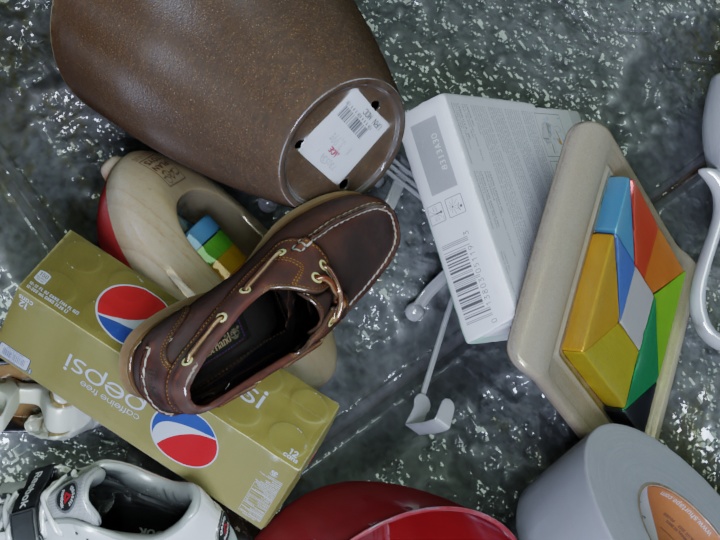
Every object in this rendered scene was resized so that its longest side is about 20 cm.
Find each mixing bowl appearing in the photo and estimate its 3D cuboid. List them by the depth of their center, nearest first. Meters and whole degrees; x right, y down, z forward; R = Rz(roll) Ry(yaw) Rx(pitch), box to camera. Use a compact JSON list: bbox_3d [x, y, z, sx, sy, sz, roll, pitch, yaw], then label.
[{"bbox_3d":[-0.004,0.206,1.165,0.199,0.108,0.201,-15,122,-26],"label":"mixing bowl"}]

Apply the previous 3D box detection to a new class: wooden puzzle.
[{"bbox_3d":[0.175,0.026,1.288,0.200,0.037,0.186,44,56,-47],"label":"wooden puzzle"}]

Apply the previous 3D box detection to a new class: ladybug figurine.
[{"bbox_3d":[-0.101,0.009,1.223,0.200,0.072,0.136,49,26,1],"label":"ladybug figurine"}]

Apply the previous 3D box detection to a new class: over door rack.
[{"bbox_3d":[0.000,0.000,1.247,0.147,0.066,0.201,36,42,-23],"label":"over door rack"}]

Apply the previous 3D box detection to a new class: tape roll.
[{"bbox_3d":[0.192,0.198,1.219,0.200,0.066,0.201,37,27,-22],"label":"tape roll"}]

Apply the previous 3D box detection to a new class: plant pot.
[{"bbox_3d":[-0.066,-0.128,1.186,0.186,0.188,0.200,-26,47,-24],"label":"plant pot"}]

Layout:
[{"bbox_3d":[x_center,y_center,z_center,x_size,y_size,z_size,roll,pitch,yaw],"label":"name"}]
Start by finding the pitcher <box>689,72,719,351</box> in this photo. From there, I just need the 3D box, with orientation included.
[{"bbox_3d":[0.299,-0.050,1.372,0.170,0.121,0.201,-16,90,-18],"label":"pitcher"}]

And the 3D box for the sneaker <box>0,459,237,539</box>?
[{"bbox_3d":[-0.177,0.144,1.135,0.198,0.089,0.075,-2,55,6],"label":"sneaker"}]

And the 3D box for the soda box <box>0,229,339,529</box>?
[{"bbox_3d":[-0.117,0.065,1.141,0.199,0.064,0.068,33,40,1],"label":"soda box"}]

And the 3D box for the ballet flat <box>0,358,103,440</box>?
[{"bbox_3d":[-0.212,0.080,1.177,0.198,0.073,0.074,0,73,-16],"label":"ballet flat"}]

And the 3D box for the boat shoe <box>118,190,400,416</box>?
[{"bbox_3d":[-0.044,0.022,1.094,0.200,0.070,0.071,-39,118,-28],"label":"boat shoe"}]

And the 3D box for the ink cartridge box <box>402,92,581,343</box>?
[{"bbox_3d":[0.114,-0.037,1.316,0.200,0.050,0.162,-1,70,-58],"label":"ink cartridge box"}]
